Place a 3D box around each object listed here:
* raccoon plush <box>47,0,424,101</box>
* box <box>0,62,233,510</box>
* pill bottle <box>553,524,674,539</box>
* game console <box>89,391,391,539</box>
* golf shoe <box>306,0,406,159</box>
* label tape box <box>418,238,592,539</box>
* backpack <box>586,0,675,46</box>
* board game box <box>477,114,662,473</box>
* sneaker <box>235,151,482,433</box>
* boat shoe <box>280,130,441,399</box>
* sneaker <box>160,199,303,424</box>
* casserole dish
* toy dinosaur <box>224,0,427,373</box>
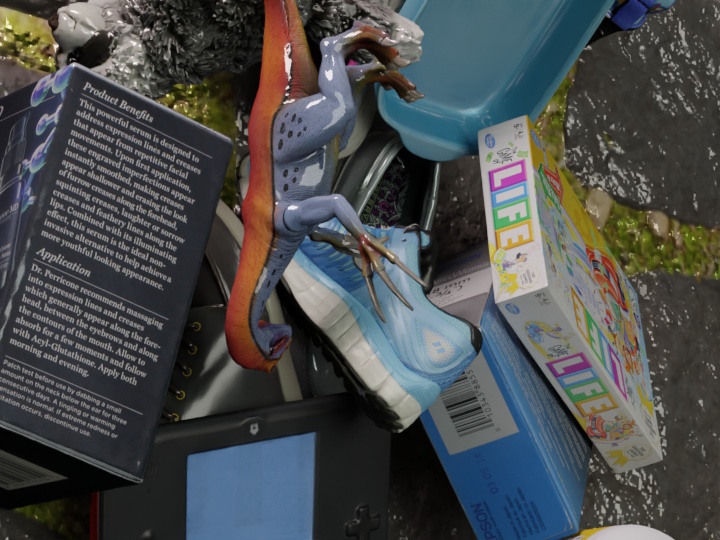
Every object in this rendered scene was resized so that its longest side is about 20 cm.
[{"bbox_3d":[-0.078,-0.114,1.417,0.200,0.097,0.134,27,109,-9],"label":"raccoon plush"},{"bbox_3d":[-0.170,0.012,1.335,0.107,0.148,0.200,26,65,-29],"label":"box"},{"bbox_3d":[0.138,0.210,1.481,0.112,0.200,0.112,8,76,-34],"label":"pill bottle"},{"bbox_3d":[-0.066,0.164,1.410,0.200,0.031,0.177,-8,110,-37],"label":"game console"},{"bbox_3d":[-0.006,-0.168,1.512,0.075,0.092,0.200,10,74,10],"label":"golf shoe"},{"bbox_3d":[0.088,0.065,1.538,0.144,0.063,0.200,65,18,-16],"label":"label tape box"},{"bbox_3d":[0.113,-0.257,1.610,0.200,0.134,0.183,36,60,-21],"label":"backpack"},{"bbox_3d":[0.130,0.017,1.540,0.200,0.034,0.135,53,26,-46],"label":"board game box"},{"bbox_3d":[0.000,0.000,1.436,0.090,0.078,0.200,-32,62,-9],"label":"sneaker"},{"bbox_3d":[0.000,0.000,1.508,0.070,0.071,0.201,30,64,-27],"label":"boat shoe"},{"bbox_3d":[-0.101,0.050,1.422,0.106,0.075,0.200,-24,95,-37],"label":"sneaker"},{"bbox_3d":[0.081,-0.157,1.491,0.121,0.200,0.039,16,27,-36],"label":"casserole dish"},{"bbox_3d":[-0.039,-0.044,1.353,0.200,0.105,0.182,39,81,8],"label":"toy dinosaur"}]
